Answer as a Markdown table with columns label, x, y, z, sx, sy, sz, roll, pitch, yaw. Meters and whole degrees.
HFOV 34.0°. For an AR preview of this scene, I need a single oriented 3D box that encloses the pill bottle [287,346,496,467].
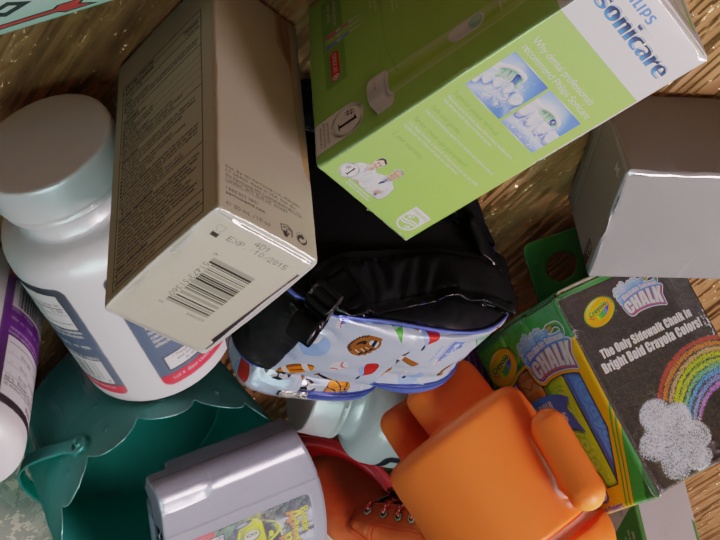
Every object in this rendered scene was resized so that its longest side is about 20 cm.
| label | x | y | z | sx | sy | sz | roll | pitch | yaw |
| --- | --- | --- | --- | --- | --- | --- | --- | --- | --- |
| pill bottle | 0.047 | 0.104 | 0.944 | 0.199 | 0.112 | 0.112 | 13 | 135 | -20 |

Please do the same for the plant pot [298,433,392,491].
| label | x | y | z | sx | sy | sz | roll | pitch | yaw |
| --- | --- | --- | --- | --- | --- | --- | --- | --- | --- |
| plant pot | -0.053 | 0.274 | 1.077 | 0.199 | 0.202 | 0.183 | -4 | 149 | -2 |

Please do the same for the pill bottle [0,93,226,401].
| label | x | y | z | sx | sy | sz | roll | pitch | yaw |
| --- | --- | --- | --- | --- | --- | --- | --- | --- | --- |
| pill bottle | -0.169 | -0.015 | 0.791 | 0.119 | 0.120 | 0.201 | -12 | 137 | 7 |

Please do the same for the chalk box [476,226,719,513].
| label | x | y | z | sx | sy | sz | roll | pitch | yaw |
| --- | --- | --- | --- | --- | --- | --- | --- | --- | --- |
| chalk box | 0.180 | 0.067 | 0.876 | 0.124 | 0.201 | 0.124 | -19 | 167 | -30 |

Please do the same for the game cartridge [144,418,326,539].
| label | x | y | z | sx | sy | sz | roll | pitch | yaw |
| --- | --- | --- | --- | --- | --- | --- | --- | --- | --- |
| game cartridge | -0.089 | 0.209 | 0.890 | 0.133 | 0.041 | 0.201 | -21 | 130 | -27 |

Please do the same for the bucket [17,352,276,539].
| label | x | y | z | sx | sy | sz | roll | pitch | yaw |
| --- | --- | --- | --- | --- | --- | --- | --- | --- | --- |
| bucket | -0.161 | 0.152 | 0.918 | 0.206 | 0.135 | 0.208 | -17 | 127 | -24 |

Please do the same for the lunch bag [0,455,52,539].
| label | x | y | z | sx | sy | sz | roll | pitch | yaw |
| --- | --- | --- | --- | --- | --- | --- | --- | --- | --- |
| lunch bag | -0.332 | 0.184 | 0.994 | 0.199 | 0.118 | 0.164 | -25 | 136 | 4 |

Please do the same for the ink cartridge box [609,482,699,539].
| label | x | y | z | sx | sy | sz | roll | pitch | yaw |
| --- | --- | --- | --- | --- | --- | --- | --- | --- | --- |
| ink cartridge box | 0.233 | 0.287 | 1.156 | 0.083 | 0.147 | 0.200 | 20 | 132 | -25 |

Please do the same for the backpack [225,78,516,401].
| label | x | y | z | sx | sy | sz | roll | pitch | yaw |
| --- | --- | --- | --- | --- | --- | --- | --- | --- | --- |
| backpack | 0.000 | 0.000 | 0.785 | 0.189 | 0.201 | 0.154 | 9 | 142 | -25 |

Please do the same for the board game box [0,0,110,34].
| label | x | y | z | sx | sy | sz | roll | pitch | yaw |
| --- | --- | --- | --- | --- | --- | --- | --- | --- | --- |
| board game box | -0.202 | -0.198 | 0.650 | 0.199 | 0.029 | 0.135 | -15 | 139 | 10 |

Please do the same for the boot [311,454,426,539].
| label | x | y | z | sx | sy | sz | roll | pitch | yaw |
| --- | --- | --- | --- | --- | --- | --- | --- | --- | --- |
| boot | 0.031 | 0.199 | 0.947 | 0.075 | 0.200 | 0.108 | -32 | 150 | -44 |

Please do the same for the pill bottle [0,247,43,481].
| label | x | y | z | sx | sy | sz | roll | pitch | yaw |
| --- | --- | --- | --- | --- | --- | --- | --- | --- | --- |
| pill bottle | -0.288 | 0.086 | 0.829 | 0.111 | 0.201 | 0.112 | -3 | 138 | -3 |

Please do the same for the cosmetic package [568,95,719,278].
| label | x | y | z | sx | sy | sz | roll | pitch | yaw |
| --- | --- | --- | --- | --- | --- | --- | --- | --- | --- |
| cosmetic package | 0.256 | -0.056 | 0.821 | 0.199 | 0.091 | 0.107 | 5 | 138 | -7 |

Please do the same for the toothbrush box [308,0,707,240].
| label | x | y | z | sx | sy | sz | roll | pitch | yaw |
| --- | --- | --- | --- | --- | --- | --- | --- | --- | --- |
| toothbrush box | 0.072 | -0.134 | 0.664 | 0.199 | 0.146 | 0.086 | -32 | 132 | 26 |

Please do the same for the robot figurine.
| label | x | y | z | sx | sy | sz | roll | pitch | yaw |
| --- | --- | --- | --- | --- | --- | --- | --- | --- | --- |
| robot figurine | 0.100 | 0.162 | 0.818 | 0.144 | 0.200 | 0.117 | -37 | 169 | 8 |

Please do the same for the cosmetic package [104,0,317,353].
| label | x | y | z | sx | sy | sz | roll | pitch | yaw |
| --- | --- | --- | --- | --- | --- | --- | --- | --- | --- |
| cosmetic package | -0.088 | -0.066 | 0.682 | 0.071 | 0.201 | 0.105 | 29 | 130 | -34 |
